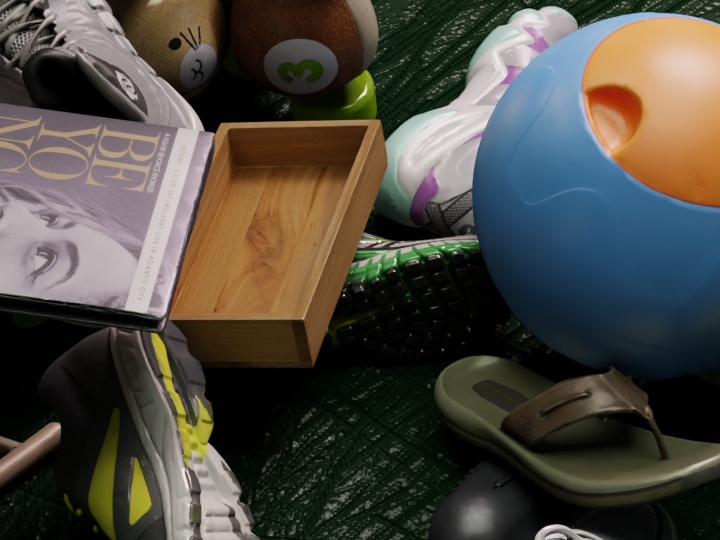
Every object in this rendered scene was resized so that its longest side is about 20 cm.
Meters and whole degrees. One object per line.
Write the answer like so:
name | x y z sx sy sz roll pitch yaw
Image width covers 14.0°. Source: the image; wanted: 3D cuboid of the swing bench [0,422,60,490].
swing bench | -0.252 0.060 1.505 0.129 0.199 0.200 17 42 15

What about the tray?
tray | -0.054 -0.017 1.639 0.098 0.037 0.200 -1 34 15

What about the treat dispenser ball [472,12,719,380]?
treat dispenser ball | 0.161 -0.041 1.606 0.200 0.201 0.201 2 41 -2

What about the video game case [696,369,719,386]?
video game case | 0.319 0.032 1.716 0.182 0.022 0.200 22 43 20

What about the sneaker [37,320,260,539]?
sneaker | -0.111 0.121 1.528 0.084 0.074 0.200 -24 67 23

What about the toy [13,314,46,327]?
toy | -0.246 -0.035 1.717 0.200 0.047 0.115 43 20 30

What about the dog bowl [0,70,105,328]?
dog bowl | -0.198 -0.052 1.665 0.200 0.059 0.200 32 17 -11

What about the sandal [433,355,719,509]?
sandal | 0.112 0.077 1.565 0.080 0.057 0.201 -21 30 -38

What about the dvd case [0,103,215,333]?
dvd case | -0.182 -0.034 1.456 0.199 0.016 0.149 8 40 3

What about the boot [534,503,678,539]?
boot | 0.113 0.160 1.498 0.073 0.090 0.200 19 43 17

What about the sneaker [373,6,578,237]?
sneaker | 0.114 -0.073 1.790 0.140 0.078 0.200 27 55 23

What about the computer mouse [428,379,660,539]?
computer mouse | 0.104 0.102 1.610 0.059 0.034 0.200 25 44 24

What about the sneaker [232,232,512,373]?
sneaker | 0.000 0.000 1.686 0.199 0.078 0.085 -3 40 -7

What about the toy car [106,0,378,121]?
toy car | -0.105 -0.139 1.788 0.200 0.164 0.158 -32 51 -22

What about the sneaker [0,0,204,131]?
sneaker | -0.176 -0.126 1.655 0.200 0.075 0.115 41 8 15
